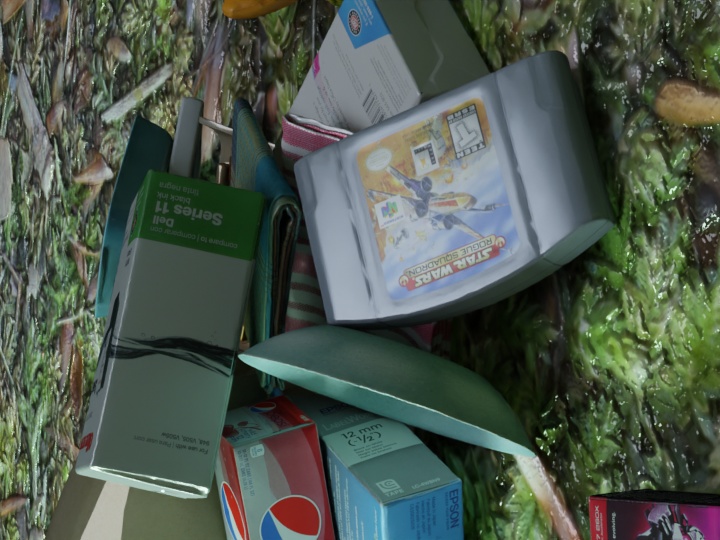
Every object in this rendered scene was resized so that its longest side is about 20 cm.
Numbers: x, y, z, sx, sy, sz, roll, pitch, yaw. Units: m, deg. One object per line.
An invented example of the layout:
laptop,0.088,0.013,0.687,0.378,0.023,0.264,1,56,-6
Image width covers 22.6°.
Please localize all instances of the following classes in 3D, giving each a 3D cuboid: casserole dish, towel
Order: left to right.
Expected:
casserole dish,-0.185,-0.044,1.491,0.200,0.039,0.121,-84,5,-55
towel,-0.072,-0.023,1.278,0.200,0.022,0.147,-114,27,-63
towel,0.000,0.000,1.246,0.146,0.030,0.200,26,130,32

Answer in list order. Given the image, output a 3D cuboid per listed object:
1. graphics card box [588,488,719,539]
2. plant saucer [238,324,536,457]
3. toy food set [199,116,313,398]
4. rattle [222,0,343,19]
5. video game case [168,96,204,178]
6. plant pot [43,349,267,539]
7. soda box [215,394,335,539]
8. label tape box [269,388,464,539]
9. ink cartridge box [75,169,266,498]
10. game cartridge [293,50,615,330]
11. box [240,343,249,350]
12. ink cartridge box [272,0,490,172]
graphics card box,0.197,0.183,0.953,0.200,0.051,0.126,-7,85,62
plant saucer,0.022,0.071,1.150,0.201,0.201,0.039,3,72,63
toy food set,-0.087,-0.007,1.420,0.143,0.060,0.200,21,108,35
rattle,-0.035,-0.288,1.282,0.130,0.143,0.200,47,132,49
video game case,-0.161,-0.026,1.550,0.182,0.022,0.200,112,167,-75
plant pot,-0.138,0.157,1.349,0.187,0.187,0.200,34,115,58
soda box,-0.055,0.195,1.269,0.070,0.063,0.200,-147,45,-63
label tape box,0.003,0.168,1.282,0.200,0.066,0.144,-135,36,-56
ink cartridge box,-0.130,0.048,1.210,0.147,0.083,0.200,147,134,-75
game cartridge,0.055,-0.040,1.124,0.200,0.042,0.133,-22,66,26
box,-0.103,0.029,1.528,0.122,0.048,0.200,16,105,58
ink cartridge box,0.010,-0.100,1.275,0.200,0.068,0.115,-59,46,45
